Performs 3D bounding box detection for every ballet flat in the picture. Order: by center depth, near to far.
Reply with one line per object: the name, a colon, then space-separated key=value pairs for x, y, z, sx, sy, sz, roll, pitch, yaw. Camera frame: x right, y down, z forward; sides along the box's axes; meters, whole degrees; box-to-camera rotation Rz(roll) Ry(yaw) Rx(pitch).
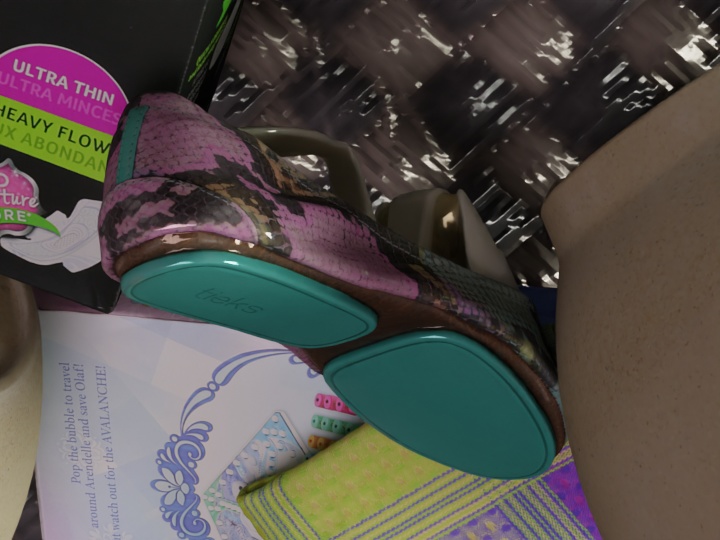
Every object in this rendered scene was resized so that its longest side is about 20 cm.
ballet flat: x=0.000 y=0.000 z=0.778 sx=0.069 sy=0.071 sz=0.200 roll=-17 pitch=149 yaw=35

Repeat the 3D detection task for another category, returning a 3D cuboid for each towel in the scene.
towel: x=0.068 y=0.116 z=0.898 sx=0.143 sy=0.023 sz=0.200 roll=-33 pitch=110 yaw=28

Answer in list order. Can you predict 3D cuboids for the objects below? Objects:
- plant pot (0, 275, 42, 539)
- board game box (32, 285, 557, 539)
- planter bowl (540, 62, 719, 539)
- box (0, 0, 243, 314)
plant pot: x=-0.178 y=0.035 z=0.846 sx=0.200 sy=0.200 sz=0.134 roll=42 pitch=123 yaw=-14
board game box: x=-0.013 y=0.093 z=0.939 sx=0.198 sy=0.043 sz=0.201 roll=4 pitch=123 yaw=9
planter bowl: x=0.135 y=0.004 z=0.774 sx=0.200 sy=0.200 sz=0.135 roll=-38 pitch=81 yaw=30
box: x=-0.101 y=-0.119 z=0.778 sx=0.148 sy=0.124 sz=0.200 roll=20 pitch=123 yaw=-1
